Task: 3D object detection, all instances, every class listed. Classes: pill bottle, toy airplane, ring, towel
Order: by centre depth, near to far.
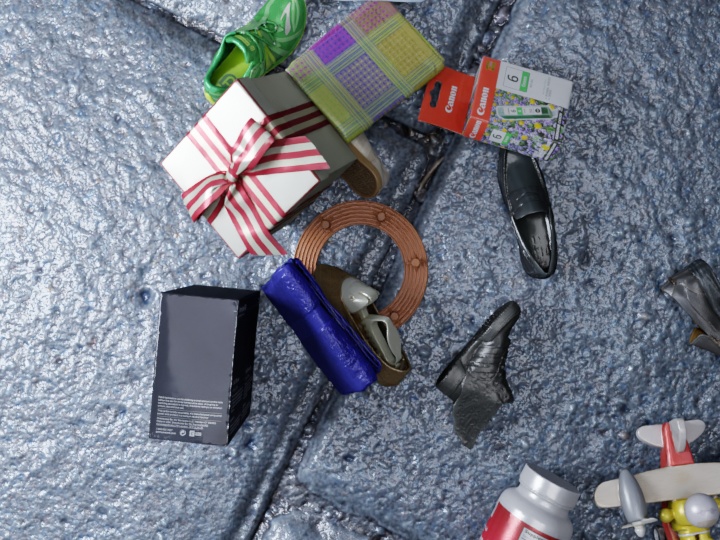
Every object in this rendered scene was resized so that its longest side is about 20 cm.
[{"bbox_3d":[-0.054,0.077,1.151,0.049,0.148,0.201,-36,91,-18],"label":"towel"},{"bbox_3d":[0.453,0.303,1.155,0.198,0.141,0.201,39,92,-1],"label":"toy airplane"},{"bbox_3d":[0.011,-0.284,1.162,0.200,0.023,0.144,-41,87,-17],"label":"towel"},{"bbox_3d":[0.228,0.381,1.172,0.111,0.112,0.202,25,91,-1],"label":"pill bottle"},{"bbox_3d":[0.000,0.000,1.207,0.197,0.019,0.204,0,92,1],"label":"ring"}]

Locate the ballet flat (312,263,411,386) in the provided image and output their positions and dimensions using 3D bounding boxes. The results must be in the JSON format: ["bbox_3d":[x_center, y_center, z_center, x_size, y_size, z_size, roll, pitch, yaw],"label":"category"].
[{"bbox_3d":[0.010,0.069,1.159,0.068,0.072,0.202,-32,93,-43],"label":"ballet flat"}]

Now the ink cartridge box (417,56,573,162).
[{"bbox_3d":[0.188,-0.234,1.163,0.197,0.050,0.110,16,65,-1],"label":"ink cartridge box"}]

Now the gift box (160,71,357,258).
[{"bbox_3d":[-0.118,-0.135,1.093,0.200,0.187,0.185,46,116,2],"label":"gift box"}]

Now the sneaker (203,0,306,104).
[{"bbox_3d":[-0.144,-0.311,1.164,0.074,0.084,0.201,39,91,-1],"label":"sneaker"}]

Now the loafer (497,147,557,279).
[{"bbox_3d":[0.240,-0.088,1.177,0.067,0.070,0.204,-13,91,0],"label":"loafer"}]

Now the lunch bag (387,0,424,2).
[{"bbox_3d":[0.000,-0.451,1.109,0.196,0.170,0.129,-1,76,0],"label":"lunch bag"}]

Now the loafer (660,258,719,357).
[{"bbox_3d":[0.500,0.088,1.189,0.072,0.073,0.202,-28,82,10],"label":"loafer"}]

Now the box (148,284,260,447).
[{"bbox_3d":[-0.203,0.118,1.121,0.102,0.200,0.185,6,91,0],"label":"box"}]

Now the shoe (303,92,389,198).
[{"bbox_3d":[-0.034,-0.188,1.188,0.200,0.070,0.053,49,47,2],"label":"shoe"}]

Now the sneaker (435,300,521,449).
[{"bbox_3d":[0.185,0.149,1.194,0.104,0.060,0.200,41,97,0],"label":"sneaker"}]
